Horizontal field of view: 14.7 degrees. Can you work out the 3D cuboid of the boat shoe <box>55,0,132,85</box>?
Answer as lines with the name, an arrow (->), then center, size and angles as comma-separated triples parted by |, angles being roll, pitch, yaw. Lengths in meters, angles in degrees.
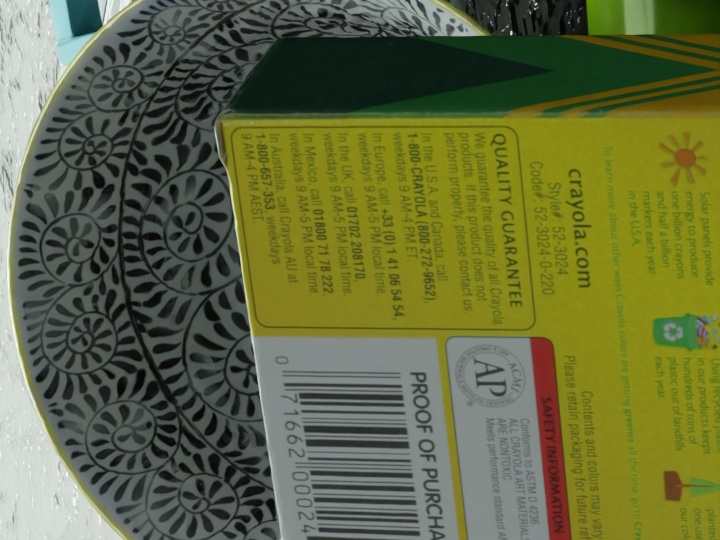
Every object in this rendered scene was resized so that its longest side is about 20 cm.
boat shoe -> -0.067, -0.113, 1.076 | 0.066, 0.072, 0.200 | 40, 124, 29

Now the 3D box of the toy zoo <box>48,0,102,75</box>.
toy zoo -> -0.056, -0.093, 1.008 | 0.131, 0.020, 0.200 | -10, 91, 34

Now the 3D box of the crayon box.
crayon box -> 0.075, 0.012, 0.638 | 0.051, 0.200, 0.127 | -60, -33, -59

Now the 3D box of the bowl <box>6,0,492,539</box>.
bowl -> 0.000, 0.000, 0.856 | 0.200, 0.094, 0.201 | 5, 102, 25

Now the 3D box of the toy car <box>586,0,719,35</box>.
toy car -> 0.030, -0.127, 0.666 | 0.158, 0.200, 0.165 | 175, 91, -67
